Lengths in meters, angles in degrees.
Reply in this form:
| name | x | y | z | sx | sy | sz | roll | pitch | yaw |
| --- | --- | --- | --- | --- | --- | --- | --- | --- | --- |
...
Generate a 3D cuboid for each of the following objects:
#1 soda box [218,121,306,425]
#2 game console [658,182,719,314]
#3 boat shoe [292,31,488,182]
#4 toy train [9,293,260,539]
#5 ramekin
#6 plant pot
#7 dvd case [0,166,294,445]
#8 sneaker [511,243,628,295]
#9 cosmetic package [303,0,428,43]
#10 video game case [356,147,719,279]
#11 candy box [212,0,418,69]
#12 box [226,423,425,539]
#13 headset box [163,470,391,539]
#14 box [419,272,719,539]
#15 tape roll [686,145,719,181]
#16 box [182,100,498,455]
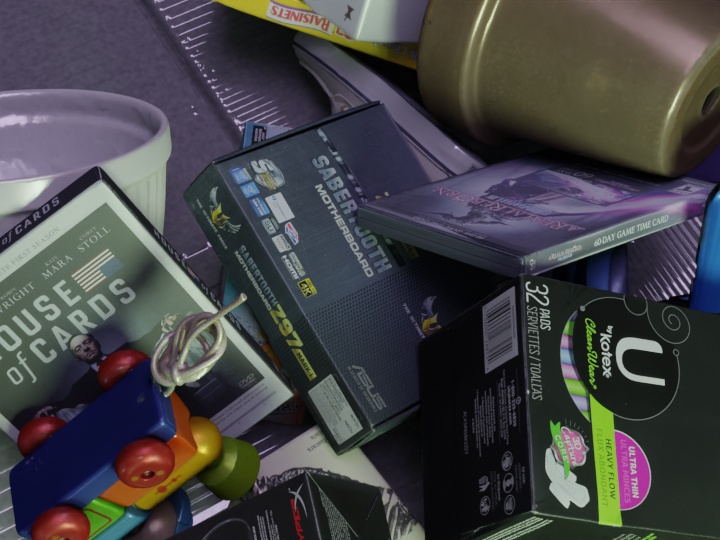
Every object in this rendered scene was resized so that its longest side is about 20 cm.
| name | x | y | z | sx | sy | sz | roll | pitch | yaw |
| --- | --- | --- | --- | --- | --- | --- | --- | --- | --- |
| soda box | -0.060 | 0.001 | 1.157 | 0.068 | 0.064 | 0.201 | 9 | 61 | -6 |
| game console | 0.293 | -0.022 | 1.152 | 0.199 | 0.171 | 0.119 | -9 | 98 | -15 |
| boat shoe | 0.007 | -0.102 | 1.219 | 0.200 | 0.071 | 0.070 | 44 | 101 | 29 |
| toy train | -0.101 | 0.099 | 0.996 | 0.116 | 0.200 | 0.085 | 33 | 27 | -42 |
| ramekin | -0.218 | -0.039 | 1.082 | 0.199 | 0.105 | 0.200 | -1 | 21 | 1 |
| plant pot | 0.163 | -0.148 | 1.134 | 0.174 | 0.201 | 0.200 | 35 | 61 | 28 |
| dvd case | -0.155 | 0.052 | 1.027 | 0.150 | 0.200 | 0.025 | -36 | 33 | 4 |
| sneaker | 0.133 | -0.008 | 1.160 | 0.082 | 0.074 | 0.200 | -5 | 26 | -7 |
| cosmetic package | 0.052 | -0.214 | 1.225 | 0.200 | 0.071 | 0.101 | -5 | 35 | -41 |
| video game case | 0.118 | -0.041 | 1.097 | 0.200 | 0.019 | 0.143 | -17 | 26 | -40 |
| candy box | -0.008 | -0.185 | 1.244 | 0.199 | 0.026 | 0.102 | 18 | 21 | -6 |
| box | 0.007 | 0.197 | 1.059 | 0.082 | 0.068 | 0.200 | -31 | 71 | -30 |
| headset box | -0.070 | 0.224 | 0.981 | 0.077 | 0.200 | 0.149 | 20 | 48 | -50 |
| box | 0.152 | 0.104 | 1.034 | 0.199 | 0.124 | 0.149 | 12 | 64 | -26 |
| tape roll | 0.273 | -0.174 | 1.296 | 0.199 | 0.085 | 0.201 | 4 | 63 | -8 |
| box | 0.000 | 0.000 | 1.105 | 0.158 | 0.051 | 0.200 | -23 | 79 | -42 |
